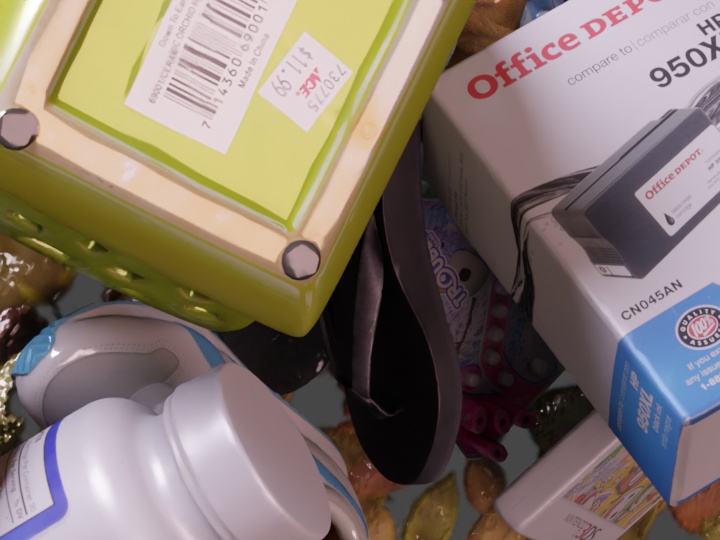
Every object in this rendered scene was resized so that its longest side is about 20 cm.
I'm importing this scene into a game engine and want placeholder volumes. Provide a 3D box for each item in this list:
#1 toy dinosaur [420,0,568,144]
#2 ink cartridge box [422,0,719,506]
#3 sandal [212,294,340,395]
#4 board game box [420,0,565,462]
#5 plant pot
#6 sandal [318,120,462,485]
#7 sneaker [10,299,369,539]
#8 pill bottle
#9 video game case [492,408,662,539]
[{"bbox_3d":[0.066,-0.147,1.217,0.106,0.060,0.201,0,96,-26],"label":"toy dinosaur"},{"bbox_3d":[0.137,-0.024,1.164,0.144,0.200,0.084,-30,153,-14],"label":"ink cartridge box"},{"bbox_3d":[-0.061,-0.021,1.196,0.075,0.048,0.201,-48,126,-13],"label":"sandal"},{"bbox_3d":[0.080,-0.038,1.305,0.200,0.026,0.200,-45,125,-16],"label":"board game box"},{"bbox_3d":[-0.074,-0.093,1.051,0.199,0.181,0.201,28,88,-20],"label":"plant pot"},{"bbox_3d":[0.000,0.000,1.203,0.043,0.076,0.201,-16,103,-33],"label":"sandal"},{"bbox_3d":[-0.067,0.082,1.193,0.200,0.081,0.077,33,108,-36],"label":"sneaker"},{"bbox_3d":[-0.115,0.122,1.111,0.200,0.112,0.112,-31,125,13],"label":"pill bottle"},{"bbox_3d":[0.161,0.062,1.298,0.200,0.023,0.182,-43,162,4],"label":"video game case"}]
